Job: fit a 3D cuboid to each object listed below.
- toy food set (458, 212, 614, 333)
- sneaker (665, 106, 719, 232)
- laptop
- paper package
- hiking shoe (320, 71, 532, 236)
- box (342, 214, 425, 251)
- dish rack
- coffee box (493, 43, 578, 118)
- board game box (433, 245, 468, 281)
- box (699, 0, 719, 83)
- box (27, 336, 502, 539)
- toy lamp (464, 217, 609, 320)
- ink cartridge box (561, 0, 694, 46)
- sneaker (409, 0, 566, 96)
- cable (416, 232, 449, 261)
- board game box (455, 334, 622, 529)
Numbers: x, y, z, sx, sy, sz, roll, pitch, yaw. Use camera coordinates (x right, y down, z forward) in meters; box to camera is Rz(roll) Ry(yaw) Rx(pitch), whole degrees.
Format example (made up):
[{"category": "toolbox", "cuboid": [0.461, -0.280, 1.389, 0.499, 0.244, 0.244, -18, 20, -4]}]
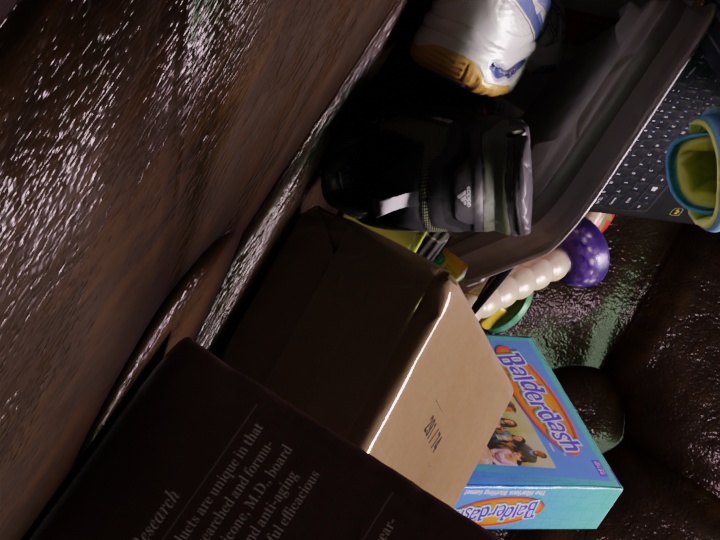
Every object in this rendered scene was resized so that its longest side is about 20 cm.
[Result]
[{"category": "toy food set", "cuboid": [0.111, -0.059, 1.627, 0.198, 0.049, 0.201, -40, -139, 16]}, {"category": "sneaker", "cuboid": [0.246, -0.069, 1.297, 0.200, 0.129, 0.080, -28, 117, -74]}, {"category": "laptop", "cuboid": [0.180, -0.051, 1.366, 0.177, 0.198, 0.104, -52, -140, 48]}, {"category": "paper package", "cuboid": [-0.012, 0.095, 1.244, 0.192, 0.103, 0.200, -61, 160, -11]}, {"category": "hiking shoe", "cuboid": [0.024, -0.066, 1.193, 0.200, 0.100, 0.077, -138, -133, -72]}, {"category": "box", "cuboid": [0.000, 0.000, 1.402, 0.201, 0.050, 0.075, -61, 176, 14]}, {"category": "dish rack", "cuboid": [0.113, -0.079, 1.260, 0.172, 0.043, 0.200, -54, -172, -14]}, {"category": "coffee box", "cuboid": [0.107, -0.136, 1.491, 0.114, 0.079, 0.200, -57, 174, -10]}, {"category": "board game box", "cuboid": [0.117, -0.063, 1.473, 0.095, 0.030, 0.200, -35, 170, -45]}, {"category": "box", "cuboid": [0.259, -0.193, 1.197, 0.148, 0.103, 0.202, -82, -175, -72]}, {"category": "box", "cuboid": [-0.054, 0.176, 1.024, 0.165, 0.199, 0.166, -55, 174, -34]}, {"category": "toy lamp", "cuboid": [0.084, 0.020, 1.461, 0.199, 0.058, 0.058, -24, 152, -40]}, {"category": "ink cartridge box", "cuboid": [0.169, -0.234, 1.288, 0.200, 0.082, 0.148, 108, -9, -69]}, {"category": "sneaker", "cuboid": [0.087, -0.157, 1.226, 0.200, 0.075, 0.089, -57, 169, -70]}, {"category": "cable", "cuboid": [0.032, -0.024, 1.461, 0.200, 0.050, 0.097, -54, -174, 48]}, {"category": "board game box", "cuboid": [0.062, 0.107, 1.524, 0.198, 0.153, 0.045, 4, 130, -33]}]
